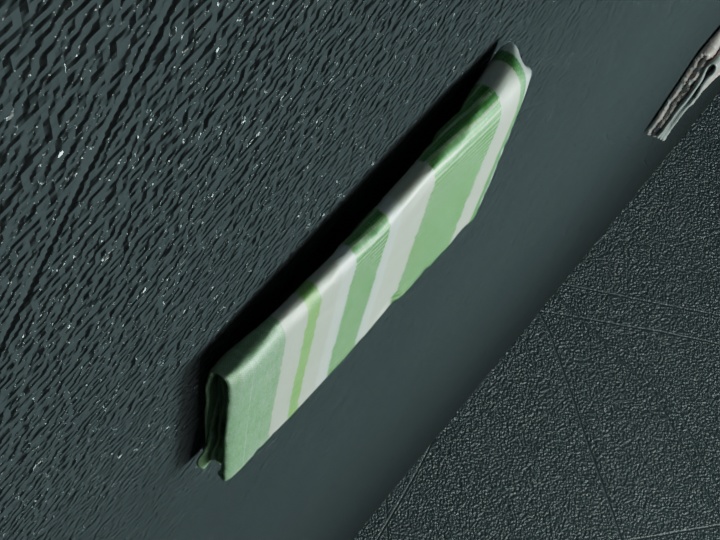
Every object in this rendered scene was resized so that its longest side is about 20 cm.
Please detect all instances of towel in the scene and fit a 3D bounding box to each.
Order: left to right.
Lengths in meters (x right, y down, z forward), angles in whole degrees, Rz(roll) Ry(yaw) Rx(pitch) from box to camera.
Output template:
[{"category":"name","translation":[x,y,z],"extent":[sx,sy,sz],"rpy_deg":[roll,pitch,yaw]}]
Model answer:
[{"category":"towel","translation":[0.000,0.000,0.651],"extent":[0.200,0.023,0.153],"rpy_deg":[-47,170,-22]},{"category":"towel","translation":[0.449,-0.270,1.832],"extent":[0.191,0.032,0.200],"rpy_deg":[-48,171,-25]}]
